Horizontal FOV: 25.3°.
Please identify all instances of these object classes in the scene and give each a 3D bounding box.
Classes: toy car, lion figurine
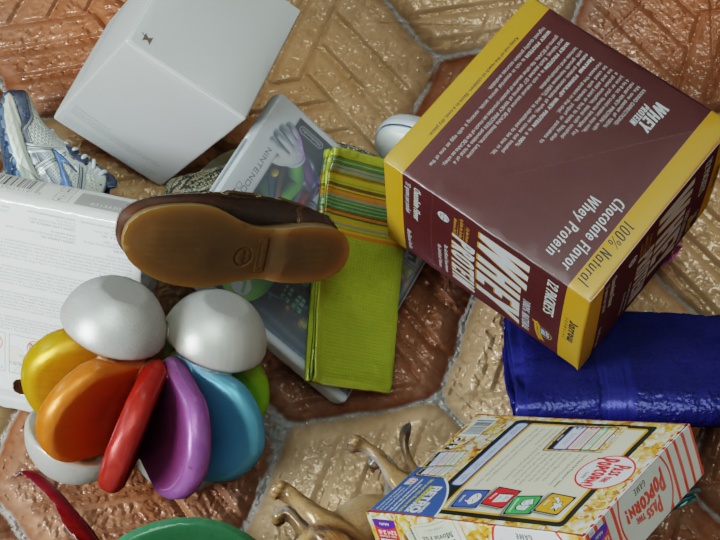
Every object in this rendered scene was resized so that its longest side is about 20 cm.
[{"bbox_3d":[-0.159,0.110,1.238,0.199,0.176,0.150,8,29,-24],"label":"toy car"},{"bbox_3d":[0.008,0.199,1.252,0.200,0.073,0.122,-32,55,-33],"label":"lion figurine"}]

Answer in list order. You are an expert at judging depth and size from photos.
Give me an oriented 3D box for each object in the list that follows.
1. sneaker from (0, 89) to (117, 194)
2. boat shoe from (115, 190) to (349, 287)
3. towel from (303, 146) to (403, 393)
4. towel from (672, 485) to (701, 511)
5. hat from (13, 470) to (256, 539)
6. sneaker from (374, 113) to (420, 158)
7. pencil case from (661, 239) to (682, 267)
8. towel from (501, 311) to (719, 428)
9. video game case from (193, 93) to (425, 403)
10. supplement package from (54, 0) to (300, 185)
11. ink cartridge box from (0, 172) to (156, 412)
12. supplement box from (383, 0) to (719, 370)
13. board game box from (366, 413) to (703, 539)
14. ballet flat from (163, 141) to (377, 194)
[{"bbox_3d":[-0.264,-0.076,1.427,0.085,0.077,0.201,-17,72,-20],"label":"sneaker"},{"bbox_3d":[-0.108,-0.028,1.269,0.199,0.071,0.070,7,24,-35],"label":"boat shoe"},{"bbox_3d":[0.000,0.000,1.355,0.086,0.018,0.201,10,80,-27],"label":"towel"},{"bbox_3d":[0.155,0.163,1.257,0.146,0.200,0.022,-23,110,-12],"label":"towel"},{"bbox_3d":[-0.157,0.239,1.289,0.165,0.176,0.201,-27,108,-6],"label":"hat"},{"bbox_3d":[0.082,-0.059,1.398,0.200,0.073,0.071,42,45,12],"label":"sneaker"},{"bbox_3d":[0.203,-0.079,1.419,0.083,0.087,0.200,-32,68,5],"label":"pencil case"},{"bbox_3d":[0.219,0.088,1.328,0.199,0.050,0.148,0,31,2],"label":"towel"},{"bbox_3d":[-0.044,-0.018,1.357,0.200,0.023,0.182,41,65,-22],"label":"video game case"},{"bbox_3d":[-0.161,-0.176,1.382,0.120,0.200,0.122,33,64,-16],"label":"supplement package"},{"bbox_3d":[-0.251,0.026,1.323,0.160,0.201,0.050,11,31,9],"label":"ink cartridge box"},{"bbox_3d":[0.157,-0.070,1.297,0.200,0.133,0.197,35,70,18],"label":"supplement box"},{"bbox_3d":[0.127,0.164,1.178,0.200,0.046,0.151,-2,25,44],"label":"board game box"},{"bbox_3d":[-0.082,-0.088,1.436,0.199,0.068,0.075,-15,44,-6],"label":"ballet flat"}]
